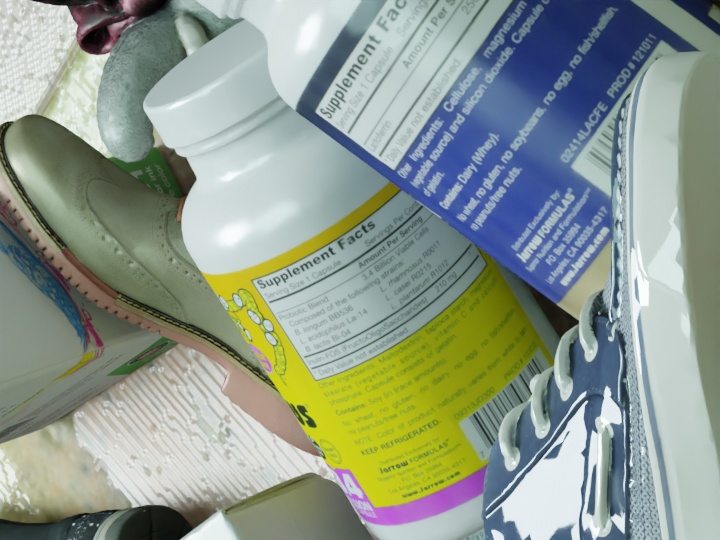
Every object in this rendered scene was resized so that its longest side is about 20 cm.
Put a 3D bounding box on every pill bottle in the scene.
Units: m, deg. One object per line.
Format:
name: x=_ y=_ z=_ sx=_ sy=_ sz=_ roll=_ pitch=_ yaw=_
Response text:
pill bottle: x=0.000 y=0.000 z=1.091 sx=0.104 sy=0.104 sz=0.201 roll=-19 pitch=111 yaw=38
pill bottle: x=0.040 y=-0.080 z=0.982 sx=0.200 sy=0.116 sz=0.116 roll=37 pitch=123 yaw=1

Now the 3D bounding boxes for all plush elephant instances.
plush elephant: x=-0.093 y=-0.121 z=1.149 sx=0.164 sy=0.200 sz=0.155 roll=-18 pitch=113 yaw=51

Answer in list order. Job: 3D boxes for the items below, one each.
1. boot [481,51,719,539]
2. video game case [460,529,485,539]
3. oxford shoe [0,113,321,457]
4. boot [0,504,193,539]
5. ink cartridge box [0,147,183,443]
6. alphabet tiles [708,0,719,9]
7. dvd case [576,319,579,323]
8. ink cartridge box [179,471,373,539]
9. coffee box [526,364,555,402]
boot: x=0.075 y=0.037 z=0.846 sx=0.090 sy=0.073 sz=0.202 roll=0 pitch=100 yaw=32
video game case: x=0.122 y=0.161 z=1.113 sx=0.199 sy=0.045 sz=0.182 roll=-22 pitch=87 yaw=38
oxford shoe: x=-0.061 y=-0.009 z=1.168 sx=0.200 sy=0.071 sz=0.074 roll=36 pitch=119 yaw=-15
boot: x=-0.130 y=0.203 z=1.303 sx=0.153 sy=0.073 sz=0.205 roll=1 pitch=102 yaw=41
ink cartridge box: x=-0.176 y=0.029 z=1.208 sx=0.144 sy=0.200 sz=0.084 roll=-31 pitch=82 yaw=37
alphabet tiles: x=0.106 y=-0.117 z=0.962 sx=0.166 sy=0.006 sz=0.200 roll=35 pitch=163 yaw=11
dvd case: x=0.119 y=-0.078 z=1.074 sx=0.200 sy=0.018 sz=0.143 roll=-43 pitch=74 yaw=37
ink cartridge box: x=-0.066 y=0.196 z=1.163 sx=0.200 sy=0.083 sz=0.146 roll=-38 pitch=80 yaw=27
coffee box: x=0.205 y=0.038 z=0.921 sx=0.198 sy=0.200 sz=0.200 roll=48 pitch=124 yaw=18
